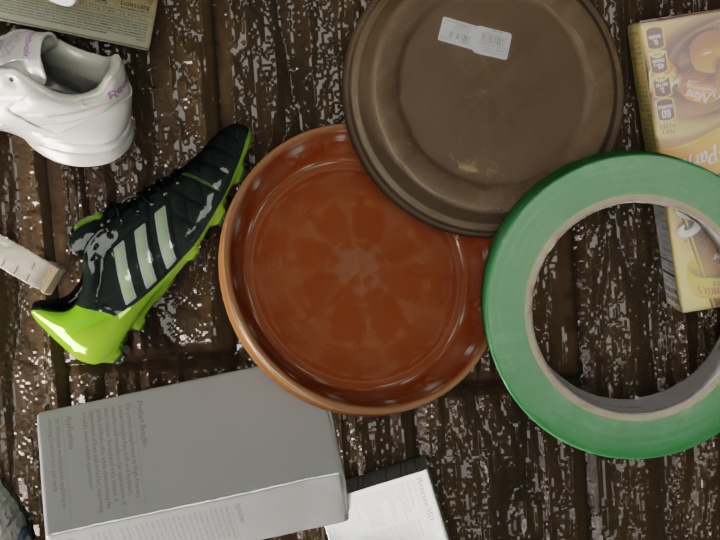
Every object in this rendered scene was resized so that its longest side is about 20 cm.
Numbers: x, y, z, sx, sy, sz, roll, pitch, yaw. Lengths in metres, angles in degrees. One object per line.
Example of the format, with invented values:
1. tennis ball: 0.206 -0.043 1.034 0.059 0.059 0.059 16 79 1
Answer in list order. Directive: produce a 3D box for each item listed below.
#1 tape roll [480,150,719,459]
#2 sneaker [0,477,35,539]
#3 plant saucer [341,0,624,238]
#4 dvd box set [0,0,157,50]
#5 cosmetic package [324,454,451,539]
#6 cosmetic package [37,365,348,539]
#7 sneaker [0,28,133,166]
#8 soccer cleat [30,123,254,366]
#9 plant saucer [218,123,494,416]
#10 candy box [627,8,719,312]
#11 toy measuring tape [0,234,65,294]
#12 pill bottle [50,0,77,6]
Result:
1. tape roll: 0.180 0.022 1.088 0.200 0.048 0.201 0 97 0
2. sneaker: -0.270 0.242 1.151 0.087 0.075 0.201 -2 95 5
3. plant saucer: 0.087 -0.123 1.117 0.199 0.029 0.201 0 88 -9
4. dvd box set: -0.188 -0.256 1.081 0.146 0.029 0.201 5 98 -40
5. cosmetic package: 0.038 0.240 1.161 0.082 0.051 0.201 -17 95 4
6. cosmetic package: -0.113 0.133 1.113 0.199 0.074 0.102 -10 54 -3
7. sneaker: -0.248 -0.132 1.096 0.199 0.100 0.075 8 54 -7
8. soccer cleat: -0.149 -0.026 1.124 0.081 0.068 0.200 35 97 -12
9. plant saucer: 0.000 0.000 1.114 0.199 0.032 0.201 5 75 -19
10. candy box: 0.257 -0.080 1.128 0.115 0.055 0.201 -10 95 1
11. toy measuring tape: -0.297 -0.046 1.136 0.200 0.074 0.074 30 95 -26
12. pill bottle: -0.150 -0.266 1.015 0.113 0.113 0.200 37 76 -4
